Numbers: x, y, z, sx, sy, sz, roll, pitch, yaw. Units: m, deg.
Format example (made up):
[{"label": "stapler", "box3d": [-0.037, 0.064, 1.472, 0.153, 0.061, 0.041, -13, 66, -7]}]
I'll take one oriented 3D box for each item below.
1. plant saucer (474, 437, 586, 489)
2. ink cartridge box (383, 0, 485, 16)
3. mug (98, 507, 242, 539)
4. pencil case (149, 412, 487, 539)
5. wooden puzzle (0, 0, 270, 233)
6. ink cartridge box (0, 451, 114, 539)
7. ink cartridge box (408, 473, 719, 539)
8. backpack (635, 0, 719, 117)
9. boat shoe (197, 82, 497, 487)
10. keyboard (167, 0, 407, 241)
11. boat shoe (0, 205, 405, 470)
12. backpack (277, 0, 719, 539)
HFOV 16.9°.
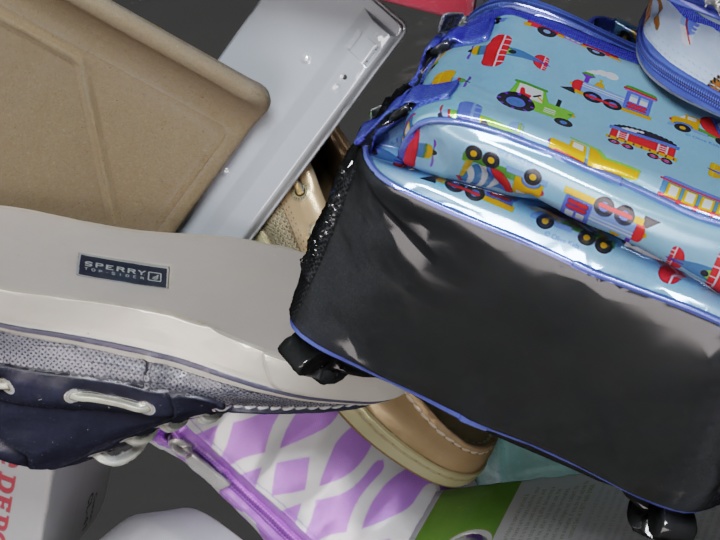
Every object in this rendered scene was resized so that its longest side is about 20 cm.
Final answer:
[{"label": "plant saucer", "box3d": [0.132, 0.079, 1.025, 0.199, 0.036, 0.201, 9, 120, 17]}, {"label": "ink cartridge box", "box3d": [-0.032, -0.194, 0.913, 0.199, 0.083, 0.146, 15, 121, 12]}, {"label": "mug", "box3d": [-0.107, 0.189, 1.091, 0.150, 0.153, 0.186, 48, 162, -15]}, {"label": "pencil case", "box3d": [-0.008, 0.105, 1.062, 0.200, 0.086, 0.084, 43, 126, -6]}, {"label": "wooden puzzle", "box3d": [-0.162, -0.043, 0.961, 0.185, 0.037, 0.200, 28, 117, -25]}, {"label": "ink cartridge box", "box3d": [-0.212, 0.042, 1.106, 0.199, 0.086, 0.148, 21, 122, 11]}, {"label": "ink cartridge box", "box3d": [0.110, 0.144, 0.960, 0.199, 0.148, 0.076, -7, 115, 24]}, {"label": "backpack", "box3d": [0.166, -0.132, 0.823, 0.190, 0.200, 0.155, 32, 123, 18]}, {"label": "boat shoe", "box3d": [0.000, 0.000, 1.007, 0.064, 0.071, 0.200, -35, 95, 26]}, {"label": "keyboard", "box3d": [-0.058, -0.040, 0.987, 0.056, 0.011, 0.200, 44, 112, 16]}, {"label": "boat shoe", "box3d": [-0.080, 0.038, 0.967, 0.199, 0.075, 0.093, 14, 127, -4]}, {"label": "backpack", "box3d": [0.088, -0.023, 0.889, 0.182, 0.200, 0.135, 25, 122, 8]}]
